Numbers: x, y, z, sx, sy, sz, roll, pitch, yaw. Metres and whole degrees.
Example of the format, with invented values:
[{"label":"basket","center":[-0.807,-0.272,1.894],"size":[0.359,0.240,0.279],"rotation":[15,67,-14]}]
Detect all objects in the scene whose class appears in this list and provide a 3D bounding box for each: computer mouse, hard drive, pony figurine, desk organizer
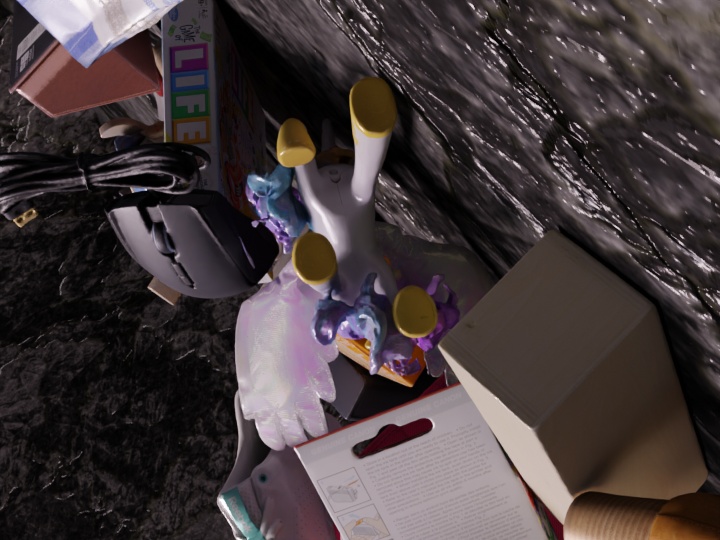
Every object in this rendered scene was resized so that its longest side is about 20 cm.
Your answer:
[{"label":"computer mouse","center":[-0.131,-0.018,0.715],"size":[0.139,0.047,0.200],"rotation":[-1,164,11]},{"label":"hard drive","center":[0.007,0.079,1.169],"size":[0.134,0.043,0.200],"rotation":[9,-159,-28]},{"label":"pony figurine","center":[0.000,0.000,0.685],"size":[0.200,0.164,0.196],"rotation":[139,119,-87]},{"label":"desk organizer","center":[-0.203,-0.172,0.914],"size":[0.077,0.072,0.201],"rotation":[40,-165,-30]}]

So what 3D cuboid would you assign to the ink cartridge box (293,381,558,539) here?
[{"label":"ink cartridge box","center":[0.049,0.146,0.710],"size":[0.051,0.108,0.201],"rotation":[-93,-21,-63]}]

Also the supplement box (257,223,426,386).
[{"label":"supplement box","center":[-0.008,0.024,0.985],"size":[0.125,0.074,0.200],"rotation":[34,175,-5]}]

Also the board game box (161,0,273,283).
[{"label":"board game box","center":[-0.094,-0.080,0.840],"size":[0.200,0.034,0.136],"rotation":[70,-165,-75]}]

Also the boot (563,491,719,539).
[{"label":"boot","center":[0.199,0.149,0.560],"size":[0.200,0.072,0.143],"rotation":[27,166,-39]}]

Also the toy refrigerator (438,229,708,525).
[{"label":"toy refrigerator","center":[0.108,0.070,0.606],"size":[0.070,0.076,0.200],"rotation":[41,172,36]}]

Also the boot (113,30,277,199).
[{"label":"boot","center":[-0.168,-0.102,1.083],"size":[0.200,0.132,0.070],"rotation":[50,174,-28]}]

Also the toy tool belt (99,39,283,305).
[{"label":"toy tool belt","center":[-0.152,-0.076,1.001],"size":[0.201,0.122,0.125],"rotation":[65,177,-26]}]

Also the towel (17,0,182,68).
[{"label":"towel","center":[-0.131,-0.168,0.551],"size":[0.147,0.024,0.199],"rotation":[45,150,-22]}]

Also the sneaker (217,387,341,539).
[{"label":"sneaker","center":[-0.048,0.160,0.734],"size":[0.088,0.075,0.202],"rotation":[37,-149,-42]}]

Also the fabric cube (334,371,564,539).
[{"label":"fabric cube","center":[0.089,0.184,0.888],"size":[0.200,0.200,0.196],"rotation":[47,175,8]}]
